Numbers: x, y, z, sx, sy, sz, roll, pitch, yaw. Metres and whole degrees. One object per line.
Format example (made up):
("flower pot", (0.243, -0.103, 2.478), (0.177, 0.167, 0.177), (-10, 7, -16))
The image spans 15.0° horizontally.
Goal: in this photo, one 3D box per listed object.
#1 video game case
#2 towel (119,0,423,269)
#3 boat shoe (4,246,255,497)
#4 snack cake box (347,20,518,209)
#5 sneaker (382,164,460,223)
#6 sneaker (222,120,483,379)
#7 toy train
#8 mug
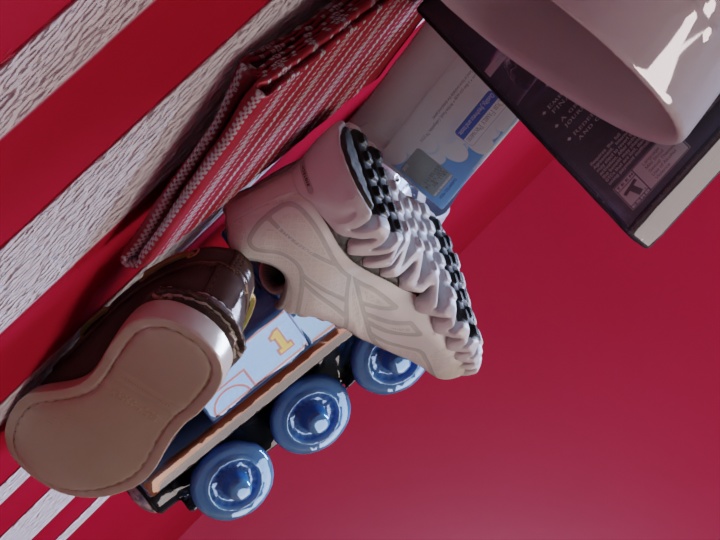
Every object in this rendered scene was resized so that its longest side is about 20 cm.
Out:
("video game case", (0.116, -0.114, 1.137), (0.143, 0.019, 0.200), (-48, -141, 8))
("towel", (-0.021, -0.088, 1.215), (0.200, 0.022, 0.145), (-42, 174, -43))
("boat shoe", (-0.110, 0.050, 1.318), (0.200, 0.072, 0.060), (-42, -165, 52))
("snack cake box", (0.084, -0.134, 1.372), (0.200, 0.067, 0.115), (-52, 180, -42))
("sneaker", (0.016, -0.061, 1.531), (0.109, 0.070, 0.200), (-56, 166, 22))
("sneaker", (0.000, 0.000, 1.332), (0.081, 0.075, 0.200), (-25, 144, 12))
("toy train", (-0.053, 0.040, 1.417), (0.200, 0.114, 0.087), (-38, -146, -5))
("mug", (0.112, -0.166, 1.018), (0.175, 0.148, 0.200), (-53, 168, -5))
